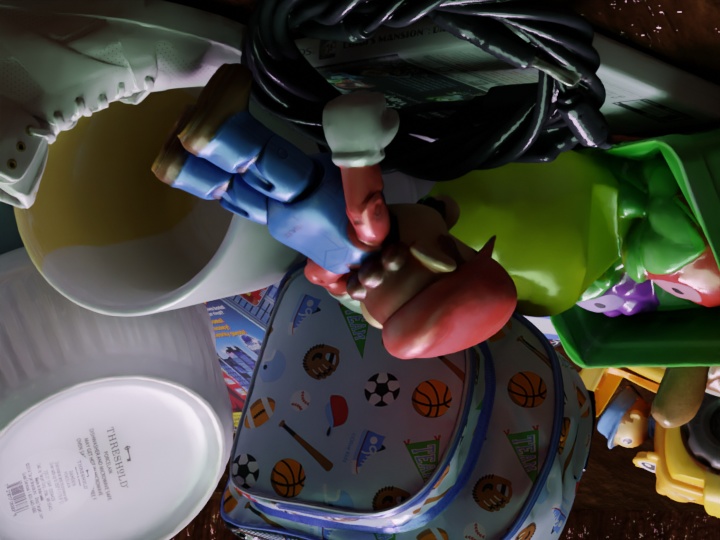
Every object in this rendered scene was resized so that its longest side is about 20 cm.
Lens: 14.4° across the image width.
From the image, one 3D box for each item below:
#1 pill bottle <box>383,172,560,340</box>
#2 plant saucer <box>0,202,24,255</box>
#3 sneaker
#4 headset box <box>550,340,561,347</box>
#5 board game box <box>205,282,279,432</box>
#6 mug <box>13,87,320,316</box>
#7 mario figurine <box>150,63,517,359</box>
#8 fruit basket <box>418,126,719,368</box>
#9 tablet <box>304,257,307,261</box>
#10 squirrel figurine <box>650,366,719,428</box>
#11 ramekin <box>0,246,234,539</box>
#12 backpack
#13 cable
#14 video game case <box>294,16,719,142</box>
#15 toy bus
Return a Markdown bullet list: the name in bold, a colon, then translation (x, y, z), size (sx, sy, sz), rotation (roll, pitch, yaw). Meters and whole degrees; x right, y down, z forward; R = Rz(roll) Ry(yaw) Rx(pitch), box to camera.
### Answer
- **pill bottle**: translation (0.084, -0.018, 1.752), size (0.200, 0.112, 0.112), rotation (8, 168, -22)
- **plant saucer**: translation (-0.218, 0.025, 1.703), size (0.200, 0.027, 0.200), rotation (-14, 133, -16)
- **sneaker**: translation (-0.154, -0.085, 1.470), size (0.200, 0.116, 0.074), rotation (5, 167, -15)
- **headset box**: translation (0.034, 0.016, 2.024), size (0.200, 0.075, 0.149), rotation (7, 167, -20)
- **board game box**: translation (-0.089, 0.024, 1.881), size (0.200, 0.062, 0.200), rotation (43, 152, -26)
- **mug**: translation (-0.102, -0.062, 1.611), size (0.149, 0.187, 0.153), rotation (-37, 162, 20)
- **mario figurine**: translation (-0.002, -0.036, 1.468), size (0.200, 0.106, 0.123), rotation (35, -177, -11)
- **fruit basket**: translation (0.133, -0.011, 1.601), size (0.215, 0.156, 0.216), rotation (-22, -172, 3)
- **tablet**: translation (0.000, 0.000, 1.833), size (0.130, 0.014, 0.200), rotation (30, -168, 8)
- **squirrel figurine**: translation (0.296, 0.038, 1.744), size (0.187, 0.200, 0.142), rotation (26, -171, 0)
- **ramekin**: translation (-0.170, 0.089, 1.691), size (0.200, 0.105, 0.200), rotation (-14, 134, -15)
- **backpack**: translation (0.029, 0.088, 1.590), size (0.190, 0.200, 0.154), rotation (12, 172, 17)
- **cable**: translation (0.023, -0.100, 1.430), size (0.200, 0.051, 0.163), rotation (4, 155, 25)
- **video game case**: translation (0.072, -0.103, 1.556), size (0.182, 0.023, 0.200), rotation (-6, 166, 38)
- **toy bus**: translation (0.195, 0.055, 1.898), size (0.192, 0.200, 0.136), rotation (9, 172, 10)
